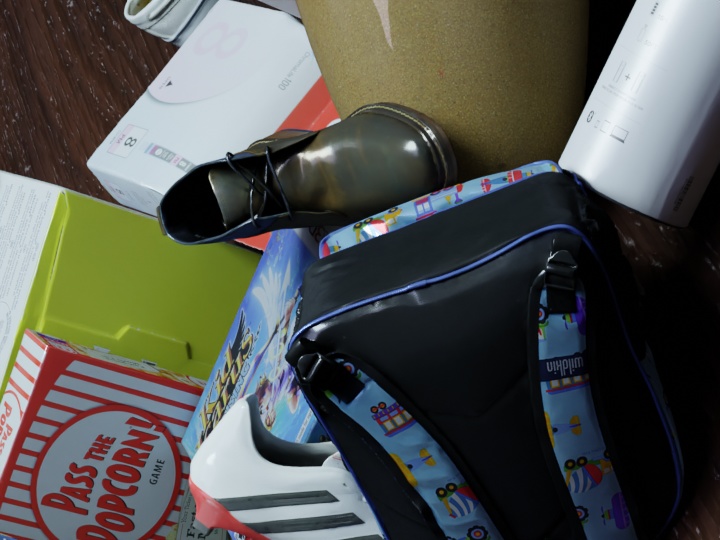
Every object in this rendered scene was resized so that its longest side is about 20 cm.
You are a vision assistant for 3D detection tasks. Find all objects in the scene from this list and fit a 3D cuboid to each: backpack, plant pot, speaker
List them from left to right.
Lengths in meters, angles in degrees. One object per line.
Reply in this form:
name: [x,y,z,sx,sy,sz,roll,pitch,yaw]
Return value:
plant pot: [0.057,-0.113,1.257,0.186,0.186,0.201,-21,74,51]
backpack: [0.074,0.066,1.128,0.182,0.200,0.135,-22,22,11]
speaker: [0.183,-0.129,1.139,0.081,0.081,0.201,42,110,56]

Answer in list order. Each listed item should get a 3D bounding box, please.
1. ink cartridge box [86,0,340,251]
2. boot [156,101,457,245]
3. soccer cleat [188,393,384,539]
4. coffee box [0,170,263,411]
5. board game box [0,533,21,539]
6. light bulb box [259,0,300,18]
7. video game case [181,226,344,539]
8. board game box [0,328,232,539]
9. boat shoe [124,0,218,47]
ink cartridge box: [-0.075,-0.101,1.452,0.200,0.057,0.163,16,63,51]
boot: [-0.032,-0.043,1.200,0.200,0.097,0.075,-7,105,57]
soccer cleat: [0.001,0.138,1.188,0.069,0.199,0.085,-69,5,-73]
coffee box: [-0.192,0.053,1.513,0.198,0.199,0.201,14,87,58]
board game box: [-0.201,0.232,1.291,0.200,0.035,0.136,10,113,42]
light bulb box: [0.001,-0.302,1.461,0.198,0.125,0.201,-42,42,39]
video game case: [-0.036,0.062,1.296,0.201,0.045,0.181,-66,23,13]
board game box: [-0.151,0.138,1.407,0.046,0.199,0.152,29,100,60]
boat shoe: [-0.132,-0.276,1.688,0.202,0.086,0.075,-56,36,25]
